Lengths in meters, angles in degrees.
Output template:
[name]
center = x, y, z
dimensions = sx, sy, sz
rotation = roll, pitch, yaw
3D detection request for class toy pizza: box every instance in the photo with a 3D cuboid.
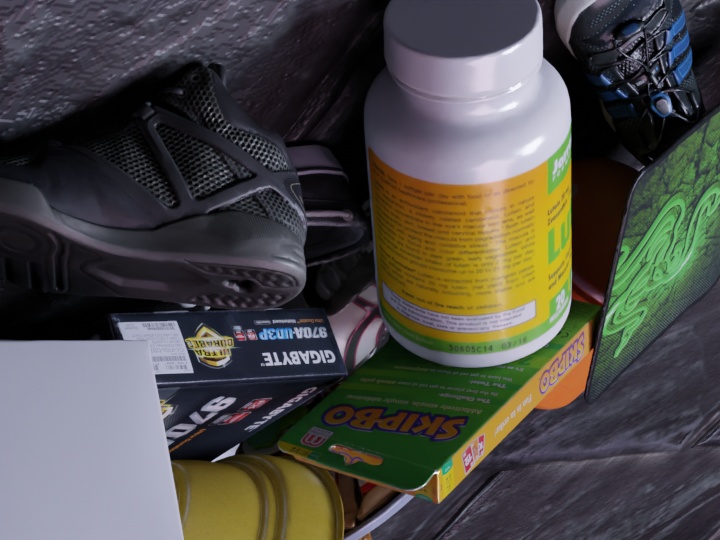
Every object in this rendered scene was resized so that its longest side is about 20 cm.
[toy pizza]
center = -0.012, 0.096, 1.308
dimensions = 0.200, 0.200, 0.032
rotation = -36, 114, 9

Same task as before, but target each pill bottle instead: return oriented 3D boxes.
[pill bottle]
center = 0.059, -0.055, 1.173
dimensions = 0.111, 0.111, 0.201
rotation = -21, 133, -18

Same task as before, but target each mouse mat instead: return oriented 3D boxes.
[mouse mat]
center = 0.192, -0.024, 1.291
dimensions = 0.200, 0.008, 0.161
rotation = -36, 143, -47

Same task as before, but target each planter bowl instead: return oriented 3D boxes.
[planter bowl]
center = -0.108, 0.169, 1.218
dimensions = 0.200, 0.201, 0.083
rotation = -40, 120, 17

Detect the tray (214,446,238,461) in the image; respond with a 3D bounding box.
[tray]
center = -0.110, 0.088, 1.378
dimensions = 0.107, 0.022, 0.200
rotation = -42, 151, 22

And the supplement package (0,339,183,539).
[supplement package]
center = -0.177, 0.133, 1.085
dimensions = 0.117, 0.117, 0.200
rotation = 1, 148, -23

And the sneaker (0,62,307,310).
[sneaker]
center = -0.124, -0.048, 1.089
dimensions = 0.199, 0.115, 0.076
rotation = 5, 150, -7

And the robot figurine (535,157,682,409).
[robot figurine]
center = 0.130, 0.008, 1.385
dimensions = 0.144, 0.117, 0.200
rotation = 6, 137, -43

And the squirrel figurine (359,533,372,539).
[squirrel figurine]
center = -0.081, 0.224, 1.376
dimensions = 0.186, 0.142, 0.200
rotation = -11, 146, -12

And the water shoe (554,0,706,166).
[water shoe]
center = 0.171, -0.114, 1.256
dimensions = 0.071, 0.079, 0.200
rotation = -34, 153, 5

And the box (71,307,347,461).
[box]
center = -0.131, 0.082, 1.222
dimensions = 0.159, 0.046, 0.200
rotation = 0, 154, -46

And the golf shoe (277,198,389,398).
[golf shoe]
center = 0.000, 0.000, 1.304
dimensions = 0.200, 0.077, 0.088
rotation = -34, 138, -7

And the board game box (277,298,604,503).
[board game box]
center = 0.047, 0.065, 1.205
dimensions = 0.200, 0.095, 0.030
rotation = -37, 131, -45

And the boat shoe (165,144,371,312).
[boat shoe]
center = -0.085, -0.013, 1.178
dimensions = 0.199, 0.068, 0.074
rotation = -11, 147, -35
